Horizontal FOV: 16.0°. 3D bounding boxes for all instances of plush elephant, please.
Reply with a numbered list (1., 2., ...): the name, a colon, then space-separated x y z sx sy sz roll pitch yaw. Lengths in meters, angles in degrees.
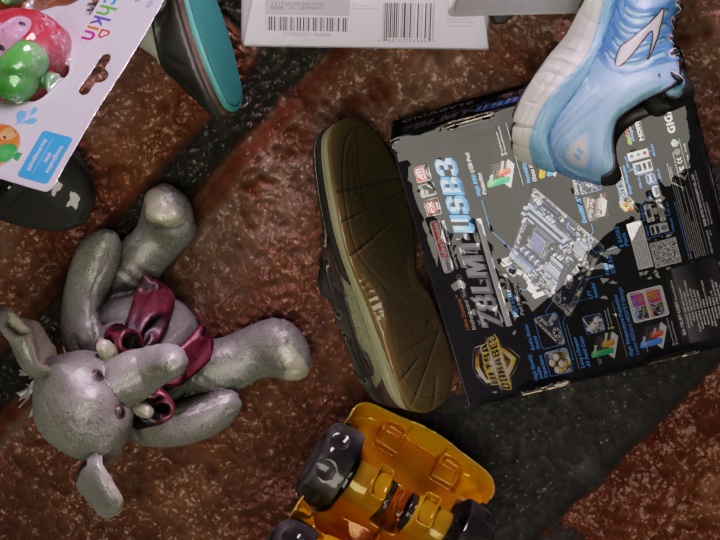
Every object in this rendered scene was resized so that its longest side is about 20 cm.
1. plush elephant: -0.157 0.065 1.683 0.199 0.155 0.165 -30 104 13

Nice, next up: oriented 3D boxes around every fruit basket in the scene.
1. fruit basket: -0.237 -0.148 1.586 0.199 0.186 0.094 14 150 26

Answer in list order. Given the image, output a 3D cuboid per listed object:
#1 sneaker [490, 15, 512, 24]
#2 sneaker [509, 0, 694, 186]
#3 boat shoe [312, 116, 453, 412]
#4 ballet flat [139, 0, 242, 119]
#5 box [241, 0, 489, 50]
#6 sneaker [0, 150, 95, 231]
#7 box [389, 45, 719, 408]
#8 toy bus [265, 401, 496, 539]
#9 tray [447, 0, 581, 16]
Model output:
1. sneaker: 0.025 -0.218 1.616 0.199 0.074 0.080 24 114 -4
2. sneaker: 0.177 -0.138 1.598 0.090 0.078 0.201 30 86 16
3. boat shoe: 0.001 0.000 1.695 0.066 0.072 0.202 -9 103 44
4. ballet flat: -0.130 -0.192 1.645 0.068 0.068 0.201 -10 98 18
5. box: 0.005 -0.235 1.548 0.155 0.041 0.201 0 112 -2
6. sneaker: -0.269 -0.077 1.678 0.199 0.091 0.076 26 108 -6
7. box: 0.139 -0.027 1.684 0.197 0.050 0.201 -15 108 10
8. toy bus: -0.014 0.219 1.738 0.135 0.201 0.192 30 147 -5
9. tray: 0.118 -0.208 1.562 0.022 0.200 0.108 31 112 28
